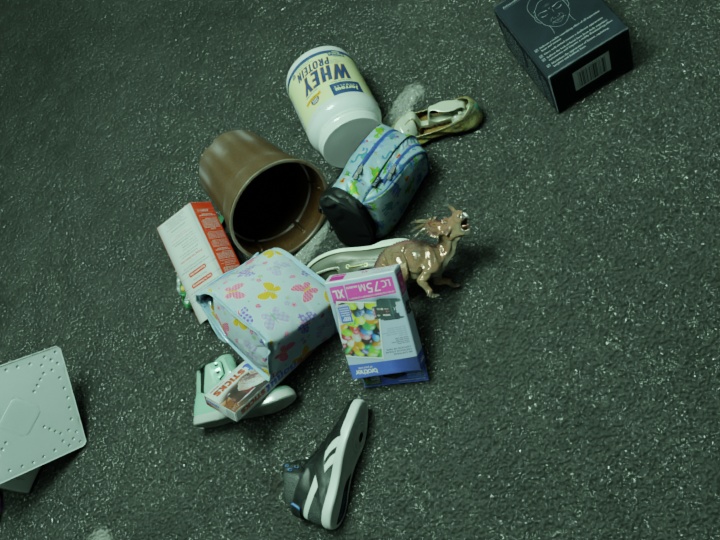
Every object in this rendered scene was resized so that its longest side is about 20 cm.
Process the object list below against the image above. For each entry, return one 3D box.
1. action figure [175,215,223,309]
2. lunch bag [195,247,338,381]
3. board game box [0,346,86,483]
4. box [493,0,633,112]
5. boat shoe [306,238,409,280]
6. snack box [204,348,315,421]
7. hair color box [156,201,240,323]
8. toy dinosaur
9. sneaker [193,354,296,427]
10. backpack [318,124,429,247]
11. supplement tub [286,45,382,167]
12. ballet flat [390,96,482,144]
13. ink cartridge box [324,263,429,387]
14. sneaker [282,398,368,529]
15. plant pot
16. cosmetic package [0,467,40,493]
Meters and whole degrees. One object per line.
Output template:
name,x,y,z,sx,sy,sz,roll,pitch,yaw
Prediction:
action figure,-0.326,-0.020,1.436,0.118,0.055,0.201,-8,68,18
lunch bag,-0.156,0.061,1.244,0.200,0.127,0.169,36,53,27
board game box,-0.614,0.261,1.314,0.026,0.200,0.201,3,108,46
box,0.348,-0.403,1.265,0.148,0.107,0.201,-31,58,10
boat shoe,-0.001,-0.001,1.261,0.201,0.072,0.061,-13,57,15
snack box,-0.164,0.169,1.226,0.072,0.024,0.200,20,43,31
hair color box,-0.286,-0.015,1.349,0.101,0.061,0.201,-30,81,29
toy dinosaur,0.085,-0.022,1.176,0.199,0.086,0.136,-14,94,6
sneaker,-0.206,0.193,1.261,0.200,0.074,0.119,-16,67,21
backpack,0.031,-0.155,1.280,0.153,0.163,0.201,11,65,20
supplement tub,-0.046,-0.307,1.381,0.145,0.145,0.201,-31,58,9
ballet flat,0.121,-0.270,1.334,0.199,0.071,0.071,-12,62,20
ink cartridge box,0.028,0.096,1.149,0.119,0.201,0.042,-10,18,20
sneaker,-0.064,0.291,1.152,0.111,0.073,0.201,8,72,26
plant pot,-0.194,-0.156,1.361,0.200,0.200,0.198,-46,50,-1
cosmetic package,-0.696,0.291,1.393,0.164,0.165,0.201,10,71,28
